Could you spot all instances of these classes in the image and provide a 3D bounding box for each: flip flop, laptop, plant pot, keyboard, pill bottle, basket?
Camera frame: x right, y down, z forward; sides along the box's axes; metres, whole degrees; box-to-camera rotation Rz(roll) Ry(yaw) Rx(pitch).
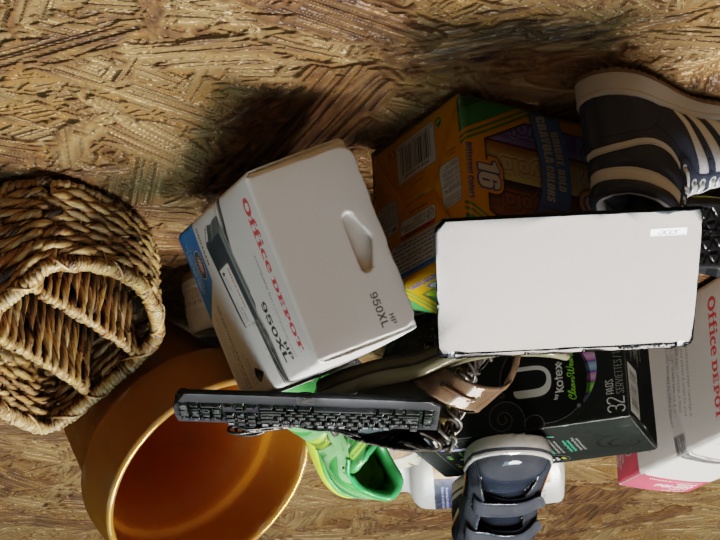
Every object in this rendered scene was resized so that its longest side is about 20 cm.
[{"bbox_3d":[0.065,0.084,1.525,0.198,0.058,0.081,-13,173,5],"label":"flip flop"},{"bbox_3d":[0.137,0.005,1.381,0.175,0.104,0.200,-2,-175,1],"label":"laptop"},{"bbox_3d":[-0.174,0.131,1.729,0.199,0.183,0.202,-22,132,-27],"label":"plant pot"},{"bbox_3d":[-0.040,0.111,1.509,0.198,0.021,0.127,3,167,1],"label":"keyboard"},{"bbox_3d":[0.106,0.185,2.032,0.198,0.112,0.111,-3,159,3],"label":"pill bottle"},{"bbox_3d":[-0.235,0.032,1.567,0.141,0.150,0.200,-9,157,18],"label":"basket"}]

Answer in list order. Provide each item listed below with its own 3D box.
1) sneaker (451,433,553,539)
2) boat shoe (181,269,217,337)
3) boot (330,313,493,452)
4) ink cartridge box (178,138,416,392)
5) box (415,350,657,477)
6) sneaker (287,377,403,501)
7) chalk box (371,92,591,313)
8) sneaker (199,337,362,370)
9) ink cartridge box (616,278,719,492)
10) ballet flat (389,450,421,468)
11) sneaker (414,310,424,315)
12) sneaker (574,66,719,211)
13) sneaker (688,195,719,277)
[{"bbox_3d":[0.121,0.199,1.707,0.078,0.080,0.200,0,158,-5],"label":"sneaker"},{"bbox_3d":[-0.060,0.045,1.720,0.198,0.070,0.071,7,156,-23],"label":"boat shoe"},{"bbox_3d":[0.087,0.080,1.606,0.198,0.175,0.070,-4,130,25],"label":"boot"},{"bbox_3d":[-0.050,0.005,1.457,0.084,0.146,0.200,-21,175,-22],"label":"ink cartridge box"},{"bbox_3d":[0.144,0.085,1.731,0.198,0.150,0.124,-9,159,18],"label":"box"},{"bbox_3d":[-0.021,0.122,1.651,0.083,0.074,0.200,13,152,43],"label":"sneaker"},{"bbox_3d":[0.123,-0.033,1.465,0.199,0.125,0.125,11,155,-30],"label":"chalk box"},{"bbox_3d":[-0.048,0.100,1.818,0.199,0.076,0.114,14,176,30],"label":"sneaker"},{"bbox_3d":[0.312,0.103,1.795,0.084,0.147,0.200,8,157,-22],"label":"ink cartridge box"},{"bbox_3d":[0.039,0.140,1.828,0.067,0.068,0.200,-5,-160,14],"label":"ballet flat"},{"bbox_3d":[0.000,0.000,1.639,0.198,0.078,0.080,-8,-174,5],"label":"sneaker"},{"bbox_3d":[0.230,-0.066,1.412,0.199,0.110,0.070,15,154,-36],"label":"sneaker"},{"bbox_3d":[0.290,-0.029,1.601,0.199,0.072,0.083,12,178,-30],"label":"sneaker"}]
